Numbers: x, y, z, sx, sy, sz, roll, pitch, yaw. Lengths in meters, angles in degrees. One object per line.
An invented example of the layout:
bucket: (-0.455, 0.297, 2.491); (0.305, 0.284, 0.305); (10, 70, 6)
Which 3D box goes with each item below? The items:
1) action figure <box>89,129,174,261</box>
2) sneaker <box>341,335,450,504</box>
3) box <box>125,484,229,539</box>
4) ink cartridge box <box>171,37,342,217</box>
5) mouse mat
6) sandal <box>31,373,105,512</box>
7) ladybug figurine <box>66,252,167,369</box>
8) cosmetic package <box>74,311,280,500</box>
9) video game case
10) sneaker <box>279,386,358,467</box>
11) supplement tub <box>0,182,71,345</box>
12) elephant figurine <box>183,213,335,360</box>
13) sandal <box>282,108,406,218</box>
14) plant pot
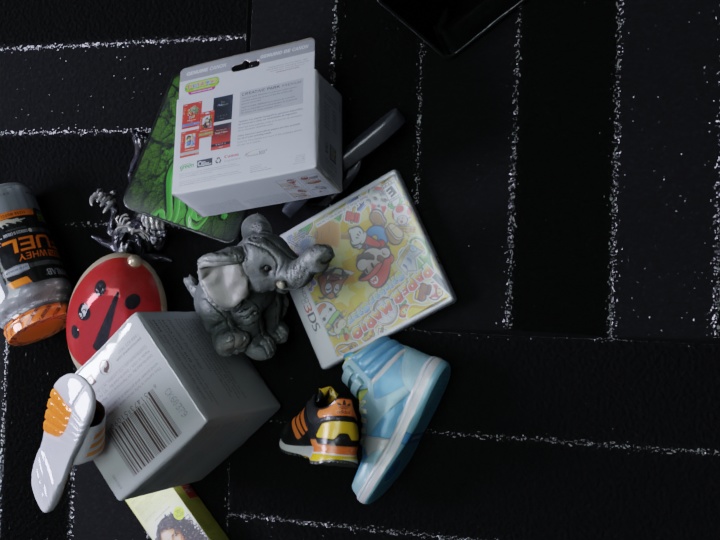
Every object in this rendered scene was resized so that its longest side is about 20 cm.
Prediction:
action figure: (-0.299, -0.082, 1.745); (0.117, 0.102, 0.203); (15, 92, 10)
sneaker: (0.014, 0.174, 1.617); (0.130, 0.079, 0.202); (29, 89, 19)
box: (-0.251, 0.317, 1.733); (0.075, 0.050, 0.200); (-45, 72, 15)
ink cartridge box: (-0.126, -0.175, 1.626); (0.198, 0.084, 0.178); (-8, 68, 21)
mouse mat: (-0.203, -0.149, 1.704); (0.159, 0.008, 0.202); (18, 77, 4)
sandal: (-0.341, 0.201, 1.563); (0.079, 0.059, 0.208); (51, 130, 33)
ladybug figurine: (-0.328, 0.069, 1.736); (0.134, 0.072, 0.202); (20, 115, 3)
cosmetic package: (-0.240, 0.164, 1.654); (0.165, 0.200, 0.166); (-41, 74, 16)
video game case: (0.000, 0.000, 1.659); (0.199, 0.023, 0.184); (-28, 78, 19)
sneaker: (-0.045, 0.185, 1.599); (0.069, 0.200, 0.091); (8, 87, -19)
supplement tub: (-0.474, -0.007, 1.801); (0.122, 0.122, 0.202); (-30, 78, 18)
elephant figurine: (-0.129, 0.000, 1.616); (0.153, 0.142, 0.201); (5, 132, -13)
sandal: (-0.019, -0.124, 1.650); (0.199, 0.076, 0.043); (-37, 102, 18)
plant pot: (0.104, -0.408, 1.554); (0.199, 0.199, 0.179); (-35, 62, 17)
